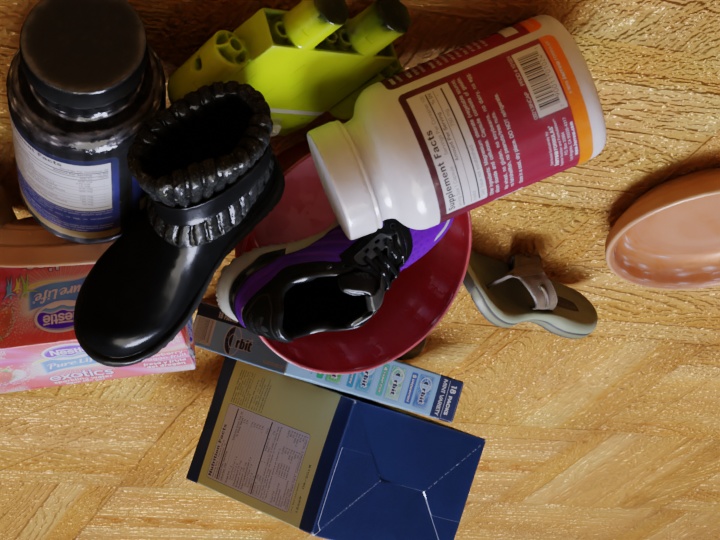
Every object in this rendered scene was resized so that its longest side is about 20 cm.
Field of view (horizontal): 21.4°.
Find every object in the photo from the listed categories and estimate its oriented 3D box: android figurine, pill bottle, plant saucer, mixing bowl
[{"bbox_3d":[-0.059,-0.139,1.381,0.182,0.041,0.200,0,155,-45],"label":"android figurine"},{"bbox_3d":[0.068,-0.099,1.382,0.199,0.113,0.113,-23,155,-5],"label":"pill bottle"},{"bbox_3d":[-0.201,-0.031,1.519,0.199,0.033,0.200,-5,-174,1],"label":"plant saucer"},{"bbox_3d":[-0.193,-0.110,1.353,0.111,0.112,0.200,-3,154,-8],"label":"pill bottle"},{"bbox_3d":[0.316,-0.041,1.710,0.199,0.038,0.200,-6,155,-3],"label":"plant saucer"},{"bbox_3d":[-0.022,-0.030,1.519,0.199,0.108,0.201,-11,116,-22],"label":"mixing bowl"}]

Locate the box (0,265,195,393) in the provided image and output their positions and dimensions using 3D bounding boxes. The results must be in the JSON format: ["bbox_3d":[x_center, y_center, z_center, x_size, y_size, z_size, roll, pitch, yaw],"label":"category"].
[{"bbox_3d":[-0.250,0.037,1.659,0.199,0.103,0.095,-6,155,2],"label":"box"}]

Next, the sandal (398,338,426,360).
[{"bbox_3d":[0.030,0.036,1.748,0.054,0.081,0.200,-2,164,23],"label":"sandal"}]

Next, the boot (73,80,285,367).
[{"bbox_3d":[-0.136,-0.032,1.334,0.079,0.211,0.158,36,173,8],"label":"boot"}]

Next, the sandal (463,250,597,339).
[{"bbox_3d":[0.156,0.012,1.753,0.200,0.080,0.057,12,133,-46],"label":"sandal"}]

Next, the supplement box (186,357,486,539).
[{"bbox_3d":[-0.025,0.187,1.891,0.200,0.135,0.199,21,177,-44],"label":"supplement box"}]

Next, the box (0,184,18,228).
[{"bbox_3d":[-0.369,-0.020,1.491,0.200,0.021,0.164,-36,159,-12],"label":"box"}]

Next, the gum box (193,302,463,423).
[{"bbox_3d":[-0.033,0.085,1.774,0.199,0.045,0.170,18,177,-36],"label":"gum box"}]

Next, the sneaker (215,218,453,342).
[{"bbox_3d":[0.000,0.001,1.417,0.200,0.099,0.070,-28,121,-17],"label":"sneaker"}]
